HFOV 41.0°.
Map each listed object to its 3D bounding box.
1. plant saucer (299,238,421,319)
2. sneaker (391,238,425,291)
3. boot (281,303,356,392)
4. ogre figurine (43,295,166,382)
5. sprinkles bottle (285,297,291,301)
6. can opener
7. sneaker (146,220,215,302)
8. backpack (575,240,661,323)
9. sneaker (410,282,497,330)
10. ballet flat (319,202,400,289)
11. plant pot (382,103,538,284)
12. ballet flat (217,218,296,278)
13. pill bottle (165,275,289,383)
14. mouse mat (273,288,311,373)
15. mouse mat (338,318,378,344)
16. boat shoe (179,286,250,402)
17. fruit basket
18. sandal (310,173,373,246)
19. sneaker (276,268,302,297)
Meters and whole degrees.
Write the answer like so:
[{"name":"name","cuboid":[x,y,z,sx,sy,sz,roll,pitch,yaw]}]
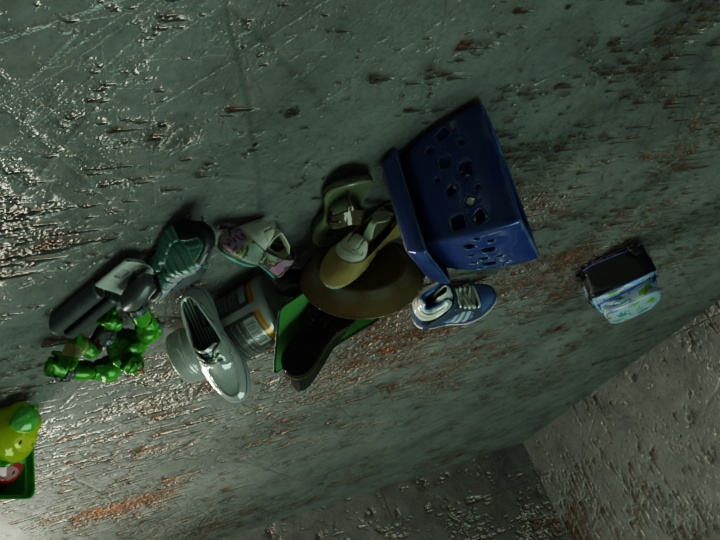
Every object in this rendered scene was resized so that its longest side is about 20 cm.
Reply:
[{"name":"plant saucer","cuboid":[0.000,0.000,1.551,0.198,0.201,0.036,-16,131,-19]},{"name":"sneaker","cuboid":[0.092,0.010,1.750,0.075,0.107,0.199,-35,156,26]},{"name":"boot","cuboid":[-0.061,0.108,1.620,0.200,0.077,0.139,-47,166,-16]},{"name":"ogre figurine","cuboid":[-0.386,0.110,1.502,0.120,0.098,0.201,31,92,-49]},{"name":"sprinkles bottle","cuboid":[-0.200,0.118,1.741,0.198,0.069,0.068,-24,158,0]},{"name":"can opener","cuboid":[-0.376,0.051,1.400,0.199,0.067,0.053,-36,143,25]},{"name":"sneaker","cuboid":[-0.246,-0.025,1.391,0.087,0.075,0.200,-21,172,-43]},{"name":"backpack","cuboid":[0.636,0.042,2.339,0.182,0.148,0.200,-27,161,13]},{"name":"sneaker","cuboid":[0.202,0.062,2.015,0.198,0.081,0.147,-16,161,-6]},{"name":"ballet flat","cuboid":[0.001,-0.048,1.525,0.200,0.068,0.063,-46,160,-42]},{"name":"plant pot","cuboid":[0.147,-0.100,1.453,0.178,0.202,0.200,-21,159,11]},{"name":"ballet flat","cuboid":[-0.151,-0.038,1.461,0.071,0.069,0.200,-46,159,5]},{"name":"pill bottle","cuboid":[-0.221,0.103,1.622,0.199,0.117,0.116,-29,158,13]},{"name":"mouse mat","cuboid":[-0.074,0.072,1.619,0.200,0.007,0.162,-37,149,-38]},{"name":"mouse mat","cuboid":[-0.029,0.090,1.766,0.199,0.008,0.161,-34,-160,27]},{"name":"boat shoe","cuboid":[-0.241,0.125,1.535,0.073,0.202,0.067,-26,-175,12]},{"name":"fruit basket","cuboid":[-0.628,0.315,1.660,0.213,0.157,0.216,-7,165,-2]},{"name":"sandal","cuboid":[-0.022,-0.086,1.480,0.079,0.058,0.201,-15,156,-22]},{"name":"sneaker","cuboid":[-0.072,0.045,1.669,0.199,0.075,0.080,4,110,-49]}]
